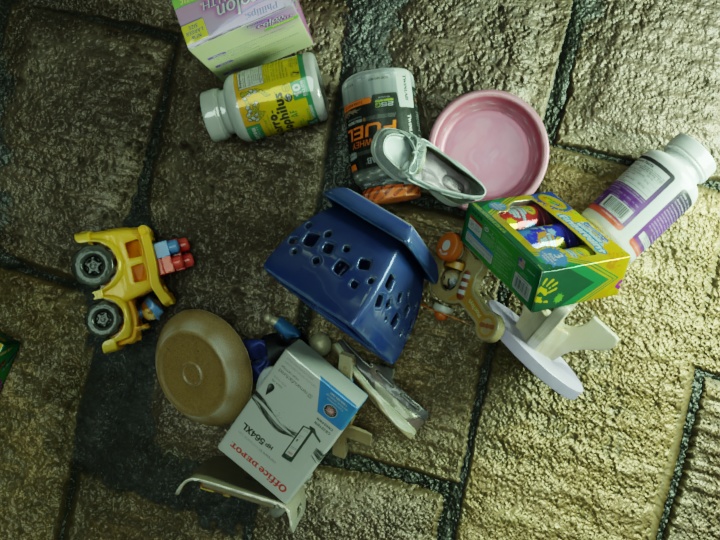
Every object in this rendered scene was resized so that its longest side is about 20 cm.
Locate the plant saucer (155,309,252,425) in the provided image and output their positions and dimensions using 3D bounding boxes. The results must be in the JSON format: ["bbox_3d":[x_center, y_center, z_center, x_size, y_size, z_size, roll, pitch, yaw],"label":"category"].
[{"bbox_3d":[-0.271,0.168,1.313,0.197,0.035,0.204,6,104,24],"label":"plant saucer"}]

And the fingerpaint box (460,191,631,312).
[{"bbox_3d":[0.275,-0.036,1.194,0.164,0.201,0.074,-8,127,-24],"label":"fingerpaint box"}]

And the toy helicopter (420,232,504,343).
[{"bbox_3d":[0.163,0.045,1.254,0.133,0.078,0.201,-51,40,19],"label":"toy helicopter"}]

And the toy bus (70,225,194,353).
[{"bbox_3d":[-0.369,0.021,1.325,0.188,0.136,0.204,-13,91,-11],"label":"toy bus"}]

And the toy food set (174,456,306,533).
[{"bbox_3d":[-0.190,0.367,1.287,0.196,0.143,0.062,15,91,5],"label":"toy food set"}]

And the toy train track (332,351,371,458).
[{"bbox_3d":[-0.024,0.217,1.295,0.113,0.033,0.203,16,120,20],"label":"toy train track"}]

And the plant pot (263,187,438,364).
[{"bbox_3d":[0.000,0.000,1.227,0.199,0.200,0.181,32,83,30],"label":"plant pot"}]

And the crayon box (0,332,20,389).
[{"bbox_3d":[-0.713,0.139,1.379,0.197,0.058,0.120,25,92,5],"label":"crayon box"}]

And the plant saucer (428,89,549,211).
[{"bbox_3d":[0.208,-0.192,1.302,0.196,0.051,0.205,0,90,5],"label":"plant saucer"}]

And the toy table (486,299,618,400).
[{"bbox_3d":[0.299,0.088,1.240,0.199,0.184,0.118,40,109,3],"label":"toy table"}]

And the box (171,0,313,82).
[{"bbox_3d":[-0.184,-0.402,1.266,0.173,0.200,0.098,-21,88,5],"label":"box"}]

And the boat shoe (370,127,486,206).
[{"bbox_3d":[0.105,-0.158,1.208,0.200,0.064,0.076,29,76,-28],"label":"boat shoe"}]

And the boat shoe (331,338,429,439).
[{"bbox_3d":[0.033,0.186,1.309,0.065,0.072,0.200,-40,80,-11],"label":"boat shoe"}]

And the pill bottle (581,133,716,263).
[{"bbox_3d":[0.456,-0.117,1.248,0.200,0.111,0.112,-43,86,3],"label":"pill bottle"}]

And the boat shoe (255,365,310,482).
[{"bbox_3d":[-0.123,0.254,1.316,0.067,0.057,0.204,-13,94,13],"label":"boat shoe"}]

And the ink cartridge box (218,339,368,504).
[{"bbox_3d":[-0.106,0.236,1.237,0.145,0.084,0.201,37,102,6],"label":"ink cartridge box"}]

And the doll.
[{"bbox_3d":[-0.145,0.138,1.330,0.196,0.049,0.139,-10,101,4],"label":"doll"}]

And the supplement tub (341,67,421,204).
[{"bbox_3d":[0.039,-0.214,1.282,0.120,0.122,0.204,-8,89,5],"label":"supplement tub"}]

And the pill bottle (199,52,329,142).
[{"bbox_3d":[-0.158,-0.279,1.306,0.196,0.113,0.115,-14,88,4],"label":"pill bottle"}]
